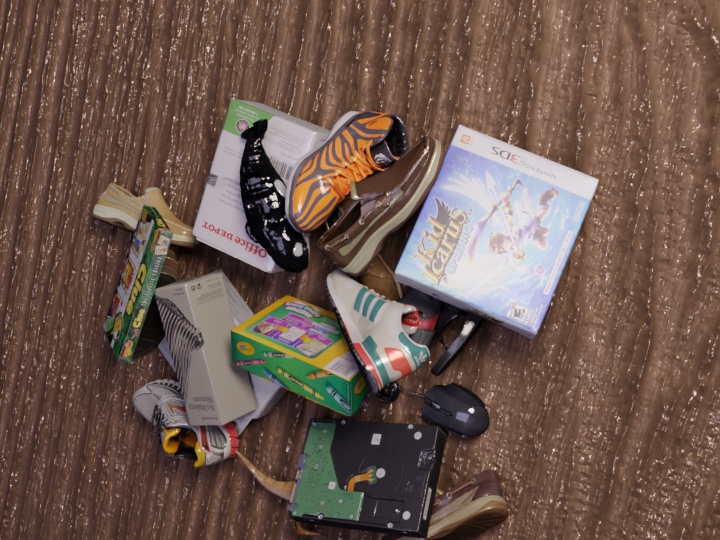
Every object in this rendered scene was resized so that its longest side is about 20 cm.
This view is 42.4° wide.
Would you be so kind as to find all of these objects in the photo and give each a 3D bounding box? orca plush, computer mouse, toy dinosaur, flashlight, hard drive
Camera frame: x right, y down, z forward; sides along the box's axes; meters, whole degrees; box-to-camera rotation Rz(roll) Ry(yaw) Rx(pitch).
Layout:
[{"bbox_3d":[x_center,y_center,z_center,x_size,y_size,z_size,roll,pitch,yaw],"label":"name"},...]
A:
[{"bbox_3d":[-0.118,-0.093,1.193,0.104,0.071,0.202,-4,94,21],"label":"orca plush"},{"bbox_3d":[0.077,0.166,1.221,0.199,0.034,0.059,18,101,26],"label":"computer mouse"},{"bbox_3d":[-0.081,0.316,1.307,0.198,0.060,0.107,-1,73,19],"label":"toy dinosaur"},{"bbox_3d":[0.091,0.000,1.174,0.067,0.068,0.202,19,102,-12],"label":"flashlight"},{"bbox_3d":[0.007,0.270,1.221,0.198,0.038,0.141,-2,59,29],"label":"hard drive"}]

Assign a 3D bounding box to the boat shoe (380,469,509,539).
[{"bbox_3d":[0.102,0.316,1.206,0.200,0.072,0.072,-36,46,32],"label":"boat shoe"}]

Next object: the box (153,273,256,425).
[{"bbox_3d":[-0.216,0.110,1.291,0.082,0.068,0.202,-11,96,43],"label":"box"}]

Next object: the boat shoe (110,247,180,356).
[{"bbox_3d":[-0.319,0.050,1.405,0.200,0.071,0.068,-51,29,33],"label":"boat shoe"}]

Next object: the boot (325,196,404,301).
[{"bbox_3d":[0.000,0.000,1.229,0.073,0.075,0.202,-23,86,22],"label":"boot"}]

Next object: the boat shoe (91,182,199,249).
[{"bbox_3d":[-0.318,-0.089,1.395,0.199,0.072,0.077,19,85,24],"label":"boat shoe"}]

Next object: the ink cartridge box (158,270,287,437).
[{"bbox_3d":[-0.197,0.131,1.356,0.200,0.043,0.174,52,130,15],"label":"ink cartridge box"}]

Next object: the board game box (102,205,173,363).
[{"bbox_3d":[-0.317,0.018,1.316,0.105,0.023,0.202,41,114,52],"label":"board game box"}]

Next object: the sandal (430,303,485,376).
[{"bbox_3d":[0.139,0.041,1.162,0.048,0.075,0.201,34,98,14],"label":"sandal"}]

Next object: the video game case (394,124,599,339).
[{"bbox_3d":[0.160,-0.047,1.098,0.180,0.045,0.201,22,80,10],"label":"video game case"}]

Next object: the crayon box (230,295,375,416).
[{"bbox_3d":[-0.059,0.107,1.225,0.199,0.119,0.059,19,123,30],"label":"crayon box"}]

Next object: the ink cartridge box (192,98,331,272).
[{"bbox_3d":[-0.131,-0.116,1.283,0.145,0.084,0.202,25,104,22],"label":"ink cartridge box"}]

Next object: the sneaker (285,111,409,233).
[{"bbox_3d":[-0.011,-0.131,1.167,0.111,0.078,0.201,5,56,45],"label":"sneaker"}]

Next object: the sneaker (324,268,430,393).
[{"bbox_3d":[0.022,0.062,1.148,0.093,0.071,0.200,-22,41,-4],"label":"sneaker"}]

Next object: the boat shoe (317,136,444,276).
[{"bbox_3d":[0.019,-0.084,1.121,0.074,0.075,0.203,30,110,-20],"label":"boat shoe"}]

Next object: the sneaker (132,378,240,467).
[{"bbox_3d":[-0.270,0.222,1.363,0.199,0.082,0.079,22,117,34],"label":"sneaker"}]
